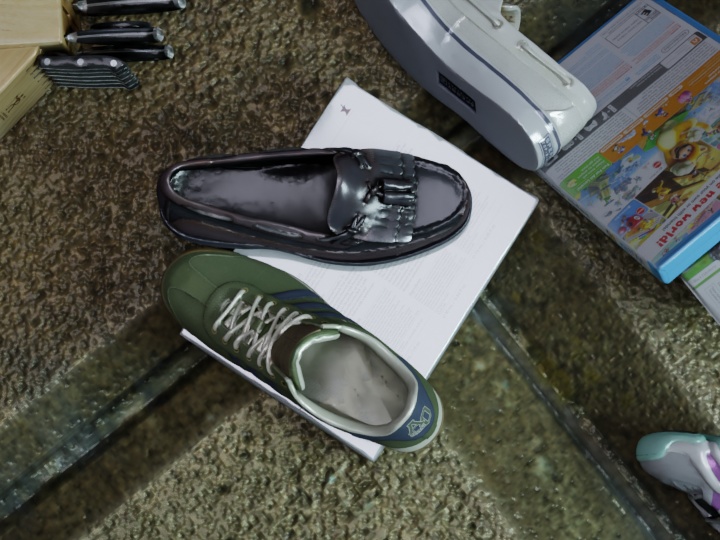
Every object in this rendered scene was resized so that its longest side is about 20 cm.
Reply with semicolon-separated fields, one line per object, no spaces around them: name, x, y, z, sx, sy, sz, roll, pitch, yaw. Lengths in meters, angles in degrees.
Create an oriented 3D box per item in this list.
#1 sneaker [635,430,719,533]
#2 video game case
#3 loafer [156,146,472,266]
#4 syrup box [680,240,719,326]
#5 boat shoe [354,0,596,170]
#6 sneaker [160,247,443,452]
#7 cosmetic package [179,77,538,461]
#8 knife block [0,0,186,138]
sneaker;0.254;0.186;1.014;0.199;0.078;0.141;18;83;5
video game case;0.184;-0.090;1.019;0.143;0.018;0.200;-39;41;-3
loafer;-0.029;-0.043;1.010;0.199;0.063;0.072;1;79;1
syrup box;0.294;-0.033;0.952;0.200;0.079;0.082;-42;84;31
boat shoe;0.072;-0.151;1.058;0.070;0.071;0.200;-38;62;-15
sneaker;-0.037;0.043;0.987;0.200;0.090;0.067;32;86;8
cosmetic package;0.000;0.000;1.061;0.150;0.052;0.201;33;85;5
knife block;-0.225;-0.186;1.089;0.200;0.064;0.176;41;85;7
